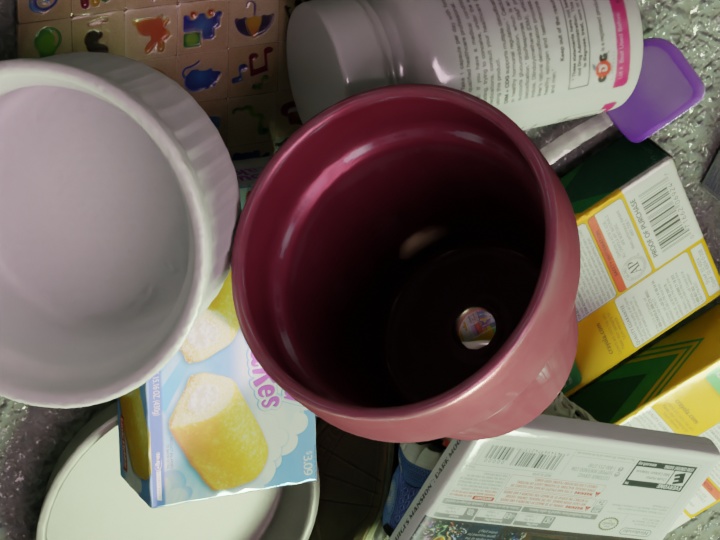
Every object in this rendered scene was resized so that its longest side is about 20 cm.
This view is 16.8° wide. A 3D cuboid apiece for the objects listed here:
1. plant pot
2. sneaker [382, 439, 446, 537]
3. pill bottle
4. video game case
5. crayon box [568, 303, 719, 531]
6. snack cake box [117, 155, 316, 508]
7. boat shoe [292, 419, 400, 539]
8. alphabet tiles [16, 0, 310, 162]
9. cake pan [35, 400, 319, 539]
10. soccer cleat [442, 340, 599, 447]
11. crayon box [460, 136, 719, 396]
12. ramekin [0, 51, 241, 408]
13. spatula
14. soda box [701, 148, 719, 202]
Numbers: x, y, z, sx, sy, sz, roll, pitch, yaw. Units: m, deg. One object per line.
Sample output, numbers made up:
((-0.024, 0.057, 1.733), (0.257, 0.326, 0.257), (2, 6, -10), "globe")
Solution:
((0.046, 0.016, 1.438), (0.200, 0.200, 0.179), (-44, 152, 1), "plant pot")
((0.065, 0.169, 1.668), (0.200, 0.078, 0.089), (29, 87, -59), "sneaker")
((0.063, -0.136, 1.506), (0.199, 0.113, 0.114), (-14, 122, -21), "pill bottle")
((0.114, 0.170, 1.602), (0.199, 0.023, 0.182), (9, 125, -33), "video game case")
((0.248, 0.100, 1.737), (0.200, 0.052, 0.126), (-33, 129, 16), "crayon box")
((-0.091, 0.037, 1.523), (0.114, 0.067, 0.201), (-8, 107, -21), "snack cake box")
((-0.004, 0.179, 1.681), (0.066, 0.072, 0.202), (-6, 109, -54), "boat shoe")
((-0.113, -0.118, 1.495), (0.199, 0.008, 0.168), (-10, 120, -22), "alphabet tiles")
((-0.125, 0.157, 1.622), (0.199, 0.037, 0.201), (-12, 121, -21), "cake pan")
((0.110, 0.091, 1.603), (0.199, 0.069, 0.078), (20, 105, -33), "soccer cleat")
((0.137, 0.012, 1.656), (0.200, 0.052, 0.126), (-34, 126, -7), "crayon box")
((-0.165, -0.031, 1.406), (0.199, 0.098, 0.202), (5, 107, 17), "ramekin")
((0.133, -0.082, 1.619), (0.200, 0.057, 0.021), (-34, 171, 2), "spatula")
((0.317, -0.123, 1.674), (0.068, 0.064, 0.201), (15, 109, -33), "soda box")
